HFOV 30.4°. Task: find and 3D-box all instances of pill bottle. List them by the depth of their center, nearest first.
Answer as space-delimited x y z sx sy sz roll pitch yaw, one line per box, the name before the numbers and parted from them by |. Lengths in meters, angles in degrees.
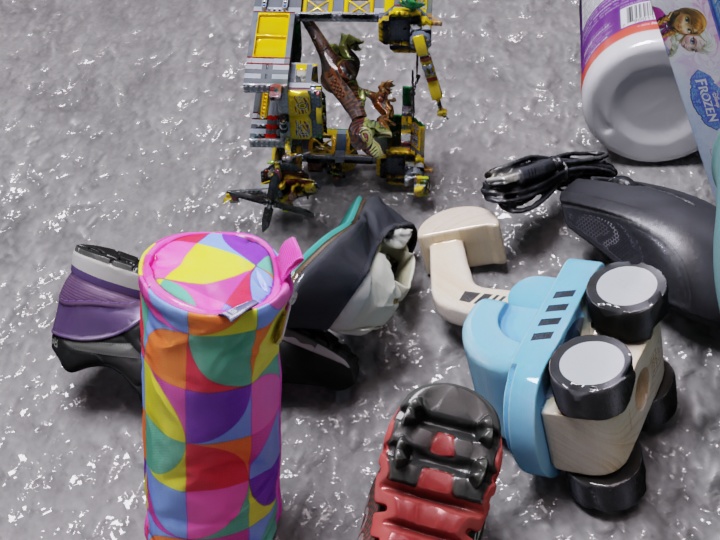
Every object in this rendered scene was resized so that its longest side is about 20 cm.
pill bottle | 0.224 -0.188 1.024 0.110 0.112 0.201 1 44 8

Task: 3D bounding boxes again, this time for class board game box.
board game box | 0.273 -0.154 0.916 0.041 0.201 0.200 -3 38 35

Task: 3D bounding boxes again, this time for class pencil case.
pencil case | -0.079 0.075 0.729 0.087 0.202 0.089 5 33 -3

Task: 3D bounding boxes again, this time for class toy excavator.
toy excavator | 0.099 0.035 0.832 0.198 0.101 0.195 9 44 28

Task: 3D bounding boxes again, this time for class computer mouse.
computer mouse | 0.189 -0.035 0.889 0.138 0.053 0.200 -14 42 -44

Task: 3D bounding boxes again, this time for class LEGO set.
LEGO set | -0.014 -0.102 0.917 0.152 0.201 0.117 7 51 -4

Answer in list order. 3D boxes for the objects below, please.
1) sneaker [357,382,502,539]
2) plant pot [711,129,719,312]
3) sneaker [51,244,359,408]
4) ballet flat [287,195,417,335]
sneaker | 0.026 0.165 0.717 0.070 0.098 0.202 17 71 7
plant pot | 0.292 -0.015 0.764 0.198 0.201 0.189 -7 47 0
sneaker | -0.102 0.055 0.859 0.198 0.088 0.076 19 4 1
ballet flat | 0.000 0.000 0.858 0.072 0.074 0.200 5 17 12
